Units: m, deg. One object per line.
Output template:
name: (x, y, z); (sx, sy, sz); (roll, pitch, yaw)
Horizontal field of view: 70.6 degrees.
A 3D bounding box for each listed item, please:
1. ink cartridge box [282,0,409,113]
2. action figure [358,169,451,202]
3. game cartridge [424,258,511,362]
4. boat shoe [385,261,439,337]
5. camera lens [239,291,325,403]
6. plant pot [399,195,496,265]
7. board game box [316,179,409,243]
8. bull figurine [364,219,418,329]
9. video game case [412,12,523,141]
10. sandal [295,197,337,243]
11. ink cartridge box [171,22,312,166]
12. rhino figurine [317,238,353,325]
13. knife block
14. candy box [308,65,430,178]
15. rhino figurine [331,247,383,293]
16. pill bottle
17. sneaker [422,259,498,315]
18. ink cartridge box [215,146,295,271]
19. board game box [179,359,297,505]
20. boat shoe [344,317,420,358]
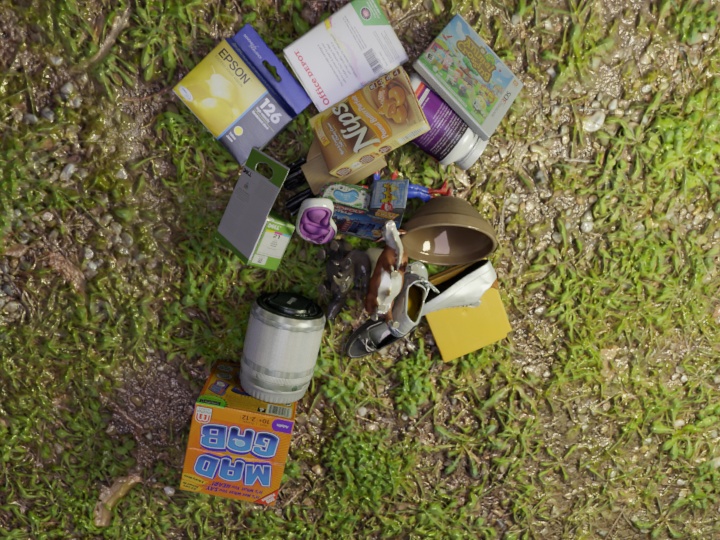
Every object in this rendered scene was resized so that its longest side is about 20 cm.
ink cartridge box: (-0.029, -0.413, 0.989); (0.199, 0.084, 0.145); (-33, 103, 5)
action figure: (0.086, -0.190, 1.056); (0.198, 0.065, 0.100); (-4, 122, -2)
game cartridge: (0.234, 0.089, 1.158); (0.175, 0.032, 0.201); (-22, 106, 3)
boat shoe: (0.115, 0.041, 1.035); (0.075, 0.202, 0.086); (43, 133, -12)
camera lens: (-0.167, 0.157, 1.084); (0.159, 0.160, 0.202); (12, 103, -6)
plant pot: (0.178, -0.089, 1.053); (0.199, 0.201, 0.094); (7, 67, -5)
board game box: (0.009, -0.125, 0.992); (0.198, 0.200, 0.062); (12, 72, -13)
bull figurine: (0.055, 0.010, 0.964); (0.065, 0.122, 0.202); (7, 109, -14)
video game case: (0.215, -0.379, 0.990); (0.200, 0.022, 0.183); (42, 61, -12)
sandal: (-0.088, -0.080, 0.980); (0.082, 0.203, 0.050); (-1, 72, -1)
ink cartridge box: (-0.232, -0.349, 1.016); (0.200, 0.047, 0.198); (-41, 102, 9)
rhino figurine: (-0.050, 0.025, 1.099); (0.059, 0.087, 0.202); (9, 106, 23)
knife block: (-0.066, -0.178, 1.027); (0.199, 0.064, 0.177); (19, 93, 15)
candy box: (0.015, -0.270, 0.940); (0.199, 0.055, 0.116); (-25, 80, 17)
rhino figurine: (0.000, 0.000, 1.044); (0.059, 0.199, 0.088); (0, 97, 34)
pill bottle: (0.152, -0.290, 1.014); (0.199, 0.113, 0.113); (35, 100, -10)
sneaker: (0.208, 0.061, 1.094); (0.199, 0.073, 0.085); (-29, 103, 4)
ink cartridge box: (-0.193, -0.123, 1.016); (0.075, 0.148, 0.201); (15, 106, -48)
board game box: (-0.253, 0.344, 1.105); (0.198, 0.200, 0.202); (13, 104, -6)
boat shoe: (0.049, 0.140, 1.144); (0.199, 0.057, 0.067); (-33, 105, 5)
